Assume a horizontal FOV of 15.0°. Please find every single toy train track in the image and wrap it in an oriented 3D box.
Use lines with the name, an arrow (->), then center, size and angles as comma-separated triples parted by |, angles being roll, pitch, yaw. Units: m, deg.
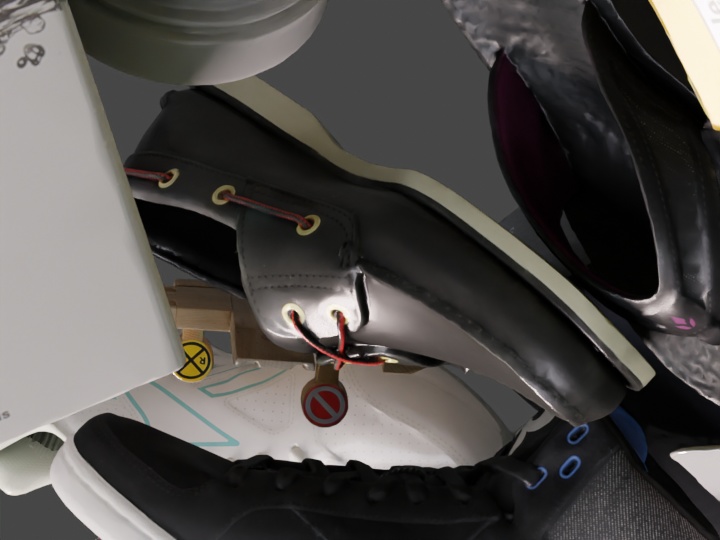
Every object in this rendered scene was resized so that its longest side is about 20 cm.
toy train track -> -0.072, 0.022, 0.842 | 0.200, 0.115, 0.033 | 4, 106, -5

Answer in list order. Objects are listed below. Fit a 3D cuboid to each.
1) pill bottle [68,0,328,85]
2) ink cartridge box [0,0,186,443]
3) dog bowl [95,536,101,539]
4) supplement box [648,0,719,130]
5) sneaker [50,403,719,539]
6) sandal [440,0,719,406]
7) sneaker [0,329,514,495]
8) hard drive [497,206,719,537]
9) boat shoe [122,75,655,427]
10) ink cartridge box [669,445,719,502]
pill bottle -> -0.033, -0.137, 0.654 | 0.109, 0.109, 0.200 | 27, 145, 7
ink cartridge box -> -0.152, -0.062, 0.669 | 0.147, 0.145, 0.200 | -125, 16, -54
dog bowl -> -0.029, 0.157, 1.036 | 0.200, 0.074, 0.200 | 20, 144, 15
supplement box -> 0.149, -0.112, 0.550 | 0.200, 0.110, 0.109 | -5, 131, 39
sneaker -> 0.019, 0.066, 0.801 | 0.200, 0.112, 0.073 | 30, -173, 3
sandal -> 0.060, -0.034, 0.708 | 0.200, 0.048, 0.075 | 55, 140, 1
sneaker -> -0.042, 0.062, 0.927 | 0.200, 0.080, 0.070 | 9, 137, 26
hard drive -> 0.121, 0.013, 0.777 | 0.135, 0.042, 0.200 | 41, 143, -13
boat shoe -> 0.001, 0.002, 0.771 | 0.201, 0.063, 0.074 | 30, 166, 45
ink cartridge box -> 0.190, 0.086, 0.720 | 0.200, 0.068, 0.116 | -3, 162, 21
